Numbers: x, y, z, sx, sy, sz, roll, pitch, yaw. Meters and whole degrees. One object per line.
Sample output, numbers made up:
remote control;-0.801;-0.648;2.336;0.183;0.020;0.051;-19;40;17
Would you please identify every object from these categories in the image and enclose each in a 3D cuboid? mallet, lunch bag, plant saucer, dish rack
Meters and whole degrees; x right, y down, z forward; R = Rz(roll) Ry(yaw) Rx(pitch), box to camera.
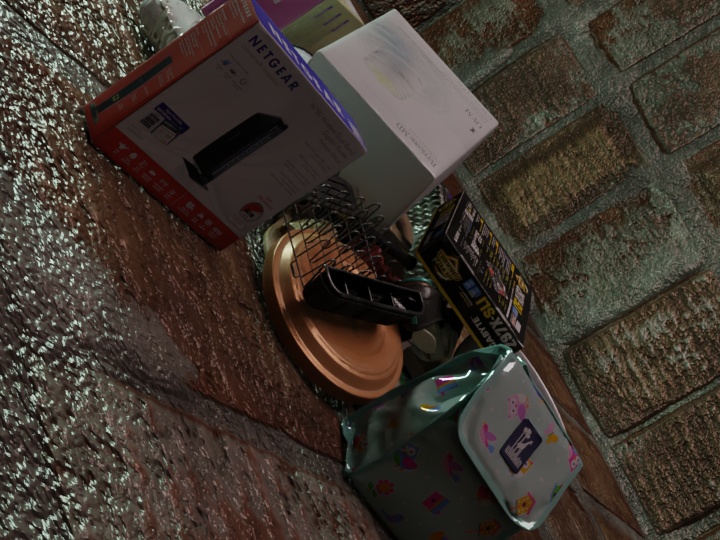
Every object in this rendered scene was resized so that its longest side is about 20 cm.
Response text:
mallet;-0.019;-0.064;1.309;0.199;0.041;0.066;35;-2;28
lunch bag;0.106;0.183;1.126;0.171;0.198;0.122;54;12;-22
plant saucer;-0.022;0.044;1.202;0.199;0.032;0.202;35;38;-32
dish rack;-0.020;-0.039;1.197;0.152;0.054;0.202;17;48;-48

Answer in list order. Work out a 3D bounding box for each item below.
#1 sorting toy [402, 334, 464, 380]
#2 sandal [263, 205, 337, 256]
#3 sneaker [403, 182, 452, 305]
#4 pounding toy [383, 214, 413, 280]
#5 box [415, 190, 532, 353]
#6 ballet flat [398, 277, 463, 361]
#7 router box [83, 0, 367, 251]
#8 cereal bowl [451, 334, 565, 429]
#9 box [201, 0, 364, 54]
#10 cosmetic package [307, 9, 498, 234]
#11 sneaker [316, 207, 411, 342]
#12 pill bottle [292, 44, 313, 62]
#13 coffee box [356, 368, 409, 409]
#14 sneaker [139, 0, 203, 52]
sorting toy;0.116;0.189;1.431;0.201;0.069;0.200;61;20;9
sandal;-0.060;-0.039;1.306;0.078;0.069;0.212;55;13;-17
sneaker;0.108;-0.025;1.490;0.099;0.069;0.203;38;45;-49
pounding toy;0.009;-0.068;1.579;0.200;0.141;0.186;45;32;-40
box;0.140;0.003;1.352;0.161;0.049;0.200;56;19;-9
ballet flat;0.078;0.067;1.321;0.200;0.067;0.070;39;45;-65
router box;-0.117;-0.127;1.021;0.200;0.178;0.049;43;18;-50
cereal bowl;0.167;0.172;1.351;0.200;0.083;0.201;46;24;-27
box;-0.109;-0.374;1.669;0.098;0.175;0.200;60;12;7
cosmetic package;0.032;-0.185;1.381;0.200;0.123;0.200;47;40;1
sneaker;0.000;0.000;1.421;0.202;0.070;0.098;58;-18;-9
pill bottle;-0.102;-0.243;1.533;0.112;0.111;0.200;54;12;-18
coffee box;0.021;0.128;1.291;0.202;0.044;0.123;63;14;17
sneaker;-0.208;-0.247;1.251;0.099;0.075;0.201;38;16;-24
